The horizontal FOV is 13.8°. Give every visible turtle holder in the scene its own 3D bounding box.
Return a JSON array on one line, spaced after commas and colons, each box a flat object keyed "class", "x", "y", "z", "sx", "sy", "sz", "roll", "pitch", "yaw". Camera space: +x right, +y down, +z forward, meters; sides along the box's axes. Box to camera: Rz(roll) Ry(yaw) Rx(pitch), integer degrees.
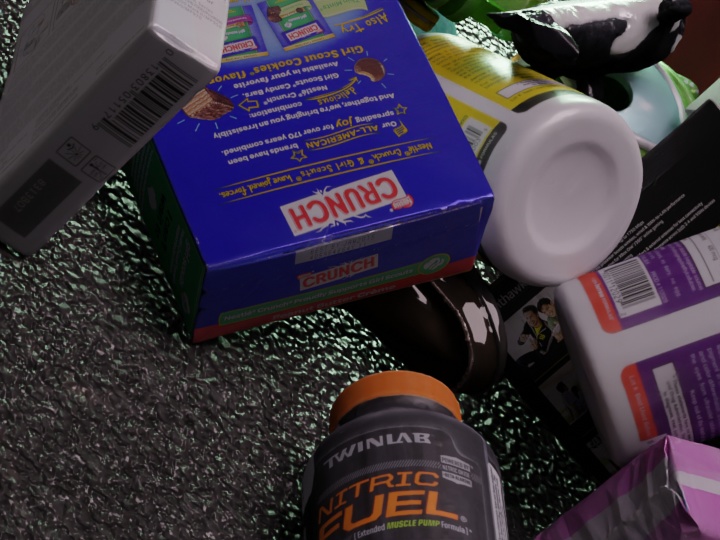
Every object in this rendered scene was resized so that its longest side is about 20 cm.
[{"class": "turtle holder", "x": 0.140, "y": -0.097, "z": 1.869, "sx": 0.132, "sy": 0.141, "sz": 0.186, "roll": 25, "pitch": 66, "yaw": -51}]

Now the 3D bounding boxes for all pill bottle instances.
[{"class": "pill bottle", "x": 0.023, "y": 0.143, "z": 1.508, "sx": 0.106, "sy": 0.106, "sz": 0.200, "roll": 28, "pitch": 34, "yaw": -27}, {"class": "pill bottle", "x": 0.062, "y": -0.073, "z": 1.737, "sx": 0.112, "sy": 0.113, "sz": 0.200, "roll": 16, "pitch": 10, "yaw": -40}, {"class": "pill bottle", "x": 0.219, "y": 0.028, "z": 1.670, "sx": 0.111, "sy": 0.200, "sz": 0.112, "roll": 161, "pitch": -90, "yaw": -90}]

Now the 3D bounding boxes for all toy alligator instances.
[{"class": "toy alligator", "x": 0.011, "y": -0.194, "z": 1.715, "sx": 0.200, "sy": 0.059, "sz": 0.054, "roll": 36, "pitch": 9, "yaw": -19}]

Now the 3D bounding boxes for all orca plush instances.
[{"class": "orca plush", "x": 0.143, "y": -0.124, "z": 1.756, "sx": 0.200, "sy": 0.105, "sz": 0.071, "roll": -26, "pitch": 112, "yaw": -74}]

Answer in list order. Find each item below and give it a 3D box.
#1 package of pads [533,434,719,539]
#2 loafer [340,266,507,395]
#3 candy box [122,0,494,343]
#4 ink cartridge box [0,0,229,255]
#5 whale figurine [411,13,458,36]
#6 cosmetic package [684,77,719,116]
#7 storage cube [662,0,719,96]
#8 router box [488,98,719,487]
[{"class": "package of pads", "x": 0.207, "y": 0.166, "z": 1.686, "sx": 0.200, "sy": 0.120, "sz": 0.076, "roll": 18, "pitch": 46, "yaw": -38}, {"class": "loafer", "x": 0.000, "y": 0.000, "z": 1.694, "sx": 0.200, "sy": 0.073, "sz": 0.071, "roll": 47, "pitch": 44, "yaw": 13}, {"class": "candy box", "x": -0.043, "y": -0.076, "z": 1.639, "sx": 0.169, "sy": 0.077, "sz": 0.200, "roll": -13, "pitch": 56, "yaw": -17}, {"class": "ink cartridge box", "x": -0.131, "y": -0.122, "z": 1.574, "sx": 0.057, "sy": 0.163, "sz": 0.200, "roll": 37, "pitch": 32, "yaw": -18}, {"class": "whale figurine", "x": 0.017, "y": -0.189, "z": 1.889, "sx": 0.200, "sy": 0.104, "sz": 0.159, "roll": 50, "pitch": 30, "yaw": 1}, {"class": "cosmetic package", "x": 0.301, "y": -0.049, "z": 1.842, "sx": 0.200, "sy": 0.108, "sz": 0.085, "roll": 55, "pitch": -19, "yaw": -24}, {"class": "storage cube", "x": 0.269, "y": -0.100, "z": 1.998, "sx": 0.171, "sy": 0.200, "sz": 0.180, "roll": 25, "pitch": 25, "yaw": -30}, {"class": "router box", "x": 0.179, "y": 0.019, "z": 1.756, "sx": 0.149, "sy": 0.200, "sz": 0.051, "roll": 50, "pitch": -1, "yaw": 6}]
